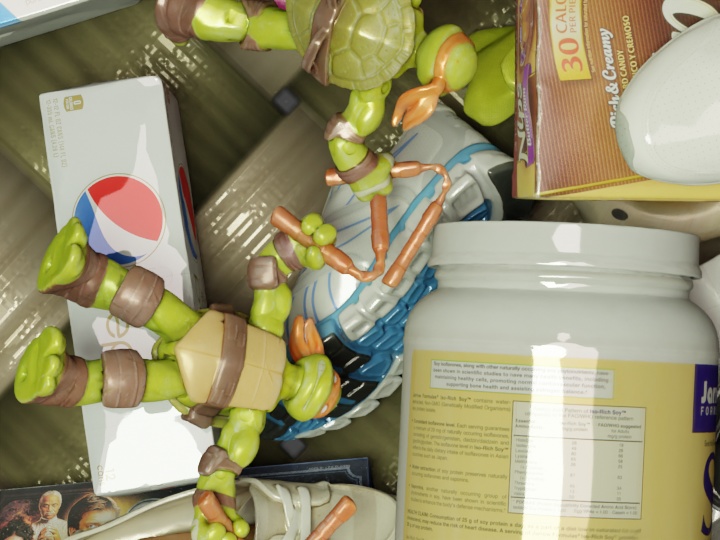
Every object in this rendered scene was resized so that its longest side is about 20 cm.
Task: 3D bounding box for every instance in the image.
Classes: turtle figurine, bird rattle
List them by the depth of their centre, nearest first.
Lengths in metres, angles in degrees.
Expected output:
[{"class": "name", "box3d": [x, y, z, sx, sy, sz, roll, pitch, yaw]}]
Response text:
[{"class": "turtle figurine", "box3d": [-0.012, -0.102, 0.854, 0.161, 0.064, 0.201, 24, 112, 23]}, {"class": "turtle figurine", "box3d": [-0.069, 0.031, 0.892, 0.161, 0.064, 0.201, 19, 83, -24]}, {"class": "bird rattle", "box3d": [0.154, -0.096, 0.966, 0.199, 0.113, 0.164, -19, 103, -8]}]

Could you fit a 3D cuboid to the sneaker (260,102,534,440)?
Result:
[{"class": "sneaker", "box3d": [0.000, 0.000, 0.984, 0.200, 0.075, 0.087, -48, 51, 15]}]

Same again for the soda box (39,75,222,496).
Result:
[{"class": "soda box", "box3d": [-0.111, 0.009, 0.969, 0.063, 0.068, 0.201, -9, 84, 1]}]

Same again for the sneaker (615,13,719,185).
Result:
[{"class": "sneaker", "box3d": [0.204, -0.085, 0.814, 0.200, 0.080, 0.071, -16, 96, -6]}]

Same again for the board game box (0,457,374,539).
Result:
[{"class": "board game box", "box3d": [-0.091, 0.166, 0.967, 0.199, 0.035, 0.136, -6, 51, 4]}]

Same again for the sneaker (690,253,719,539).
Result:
[{"class": "sneaker", "box3d": [0.167, 0.069, 0.974, 0.200, 0.074, 0.116, -47, 67, 18]}]

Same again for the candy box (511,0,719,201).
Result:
[{"class": "candy box", "box3d": [0.170, -0.088, 0.877, 0.199, 0.056, 0.117, 0, 92, -6]}]

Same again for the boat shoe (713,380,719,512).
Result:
[{"class": "boat shoe", "box3d": [0.213, 0.042, 0.863, 0.070, 0.066, 0.200, 50, 118, 12]}]

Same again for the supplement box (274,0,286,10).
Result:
[{"class": "supplement box", "box3d": [-0.005, -0.216, 0.948, 0.103, 0.101, 0.200, 29, 95, 2]}]

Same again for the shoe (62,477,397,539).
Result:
[{"class": "shoe", "box3d": [-0.067, 0.138, 0.928, 0.199, 0.053, 0.070, -12, 51, -1]}]

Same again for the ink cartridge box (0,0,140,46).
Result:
[{"class": "ink cartridge box", "box3d": [-0.196, -0.217, 0.977, 0.116, 0.068, 0.201, -17, 91, 4]}]

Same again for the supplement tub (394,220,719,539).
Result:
[{"class": "supplement tub", "box3d": [0.089, 0.082, 0.886, 0.145, 0.145, 0.201, 3, 88, 4]}]
